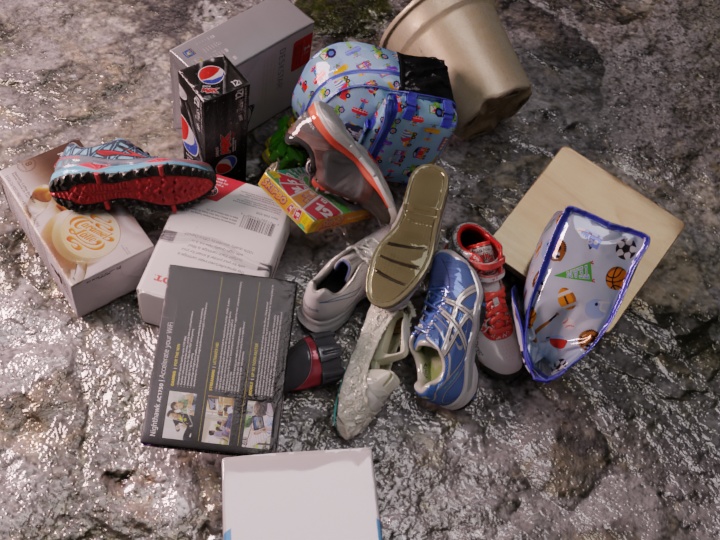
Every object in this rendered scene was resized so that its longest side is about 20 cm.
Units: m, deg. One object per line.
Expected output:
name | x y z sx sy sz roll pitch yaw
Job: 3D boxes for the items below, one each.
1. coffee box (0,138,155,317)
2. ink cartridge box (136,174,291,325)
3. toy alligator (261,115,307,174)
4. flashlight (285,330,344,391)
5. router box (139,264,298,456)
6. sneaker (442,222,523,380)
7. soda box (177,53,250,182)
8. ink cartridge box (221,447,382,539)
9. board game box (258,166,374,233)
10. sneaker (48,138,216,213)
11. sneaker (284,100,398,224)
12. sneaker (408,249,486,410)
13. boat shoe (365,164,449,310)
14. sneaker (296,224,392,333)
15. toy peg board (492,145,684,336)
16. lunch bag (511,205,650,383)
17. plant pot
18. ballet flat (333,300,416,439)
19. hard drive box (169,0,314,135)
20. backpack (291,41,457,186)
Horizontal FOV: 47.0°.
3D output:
coffee box | -0.359 -0.057 1.057 0.114 0.080 0.200 -28 66 -25
ink cartridge box | -0.181 -0.015 1.059 0.143 0.084 0.201 16 55 0
toy alligator | -0.100 -0.161 1.162 0.054 0.059 0.200 42 22 -22
flashlight | -0.121 0.123 0.989 0.199 0.068 0.068 -10 78 -19
router box | -0.155 0.102 0.929 0.148 0.051 0.201 9 74 -8
sneaker | 0.162 0.035 1.073 0.067 0.108 0.202 -13 61 -17
soda box | -0.193 -0.184 1.094 0.071 0.200 0.063 -29 65 -25
ink cartridge box | -0.063 0.283 0.822 0.145 0.200 0.147 -2 58 -9
board game box | -0.042 -0.102 1.116 0.096 0.030 0.200 45 27 16
sneaker | -0.278 -0.131 1.025 0.199 0.080 0.096 0 52 -10
sneaker | -0.025 -0.127 1.077 0.082 0.200 0.077 -33 29 12
sneaker | 0.104 0.069 1.021 0.077 0.076 0.201 13 70 -41
boat shoe | 0.068 -0.034 1.060 0.074 0.068 0.201 20 72 16
sneaker | 0.000 0.000 1.080 0.074 0.087 0.200 35 57 16
toy peg board | 0.305 -0.031 1.164 0.200 0.098 0.199 36 75 13
lunch bag | 0.247 0.030 1.003 0.123 0.170 0.201 21 96 9
plant pot | 0.158 -0.309 1.258 0.200 0.201 0.184 -24 77 -23
ballet flat | 0.022 0.111 1.015 0.071 0.072 0.201 17 57 1
hard drive box | -0.169 -0.279 1.187 0.077 0.156 0.200 42 61 16
backpack | 0.012 -0.216 1.142 0.199 0.183 0.135 8 52 -24
